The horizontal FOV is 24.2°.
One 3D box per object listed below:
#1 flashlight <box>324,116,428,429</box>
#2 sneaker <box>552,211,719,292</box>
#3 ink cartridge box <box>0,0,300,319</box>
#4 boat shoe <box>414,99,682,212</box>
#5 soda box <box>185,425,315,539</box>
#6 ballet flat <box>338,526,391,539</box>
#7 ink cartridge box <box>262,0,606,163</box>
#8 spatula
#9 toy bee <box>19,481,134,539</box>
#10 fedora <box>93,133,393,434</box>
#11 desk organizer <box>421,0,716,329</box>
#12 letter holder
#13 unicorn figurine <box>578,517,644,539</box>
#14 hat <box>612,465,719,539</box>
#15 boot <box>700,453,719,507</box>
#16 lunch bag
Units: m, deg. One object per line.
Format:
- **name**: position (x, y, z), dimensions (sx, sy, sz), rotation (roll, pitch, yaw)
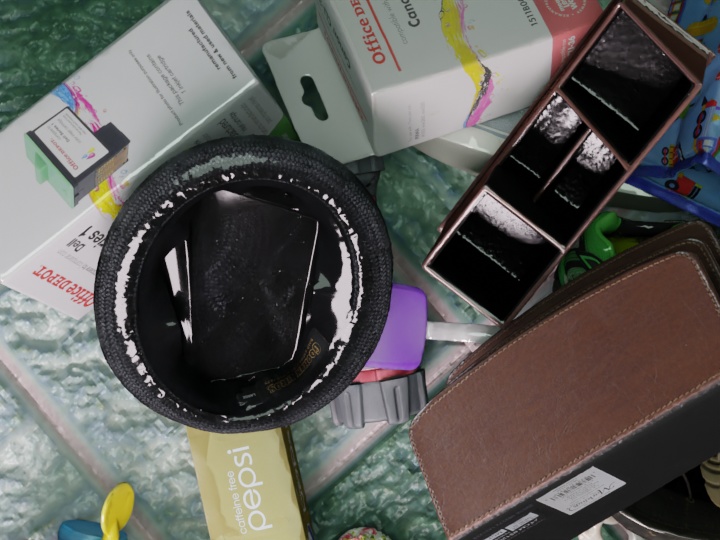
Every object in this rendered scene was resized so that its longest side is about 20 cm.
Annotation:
- **flashlight**: position (0.000, 0.000, 1.105), dimensions (0.067, 0.068, 0.202), rotation (-4, 96, 42)
- **sneaker**: position (0.227, 0.016, 1.083), dimensions (0.198, 0.085, 0.079), rotation (12, 60, 0)
- **ink cartridge box**: position (-0.148, -0.068, 1.067), dimensions (0.199, 0.145, 0.084), rotation (-37, 75, 1)
- **boat shoe**: position (0.127, -0.092, 1.110), dimensions (0.198, 0.070, 0.072), rotation (13, 81, -3)
- **soda box**: position (-0.067, 0.166, 1.112), dimensions (0.063, 0.068, 0.202), rotation (-13, 90, 2)
- **ballet flat**: position (0.030, 0.269, 1.112), dimensions (0.075, 0.064, 0.202), rotation (-15, 91, -15)
- **ink cartridge box**: position (0.043, -0.151, 1.068), dimensions (0.198, 0.068, 0.117), rotation (-19, 59, -9)
- **spatula**: position (0.080, 0.042, 1.080), dimensions (0.197, 0.021, 0.057), rotation (6, 84, -5)
- **toy bee**: position (-0.192, 0.211, 1.097), dimensions (0.198, 0.109, 0.133), rotation (-8, 92, 2)
- **fedora**: position (-0.074, -0.003, 1.035), dimensions (0.198, 0.092, 0.203), rotation (-4, 117, -7)
- **desk organizer**: position (0.124, -0.066, 1.019), dimensions (0.071, 0.077, 0.201), rotation (37, 114, -1)
- **letter holder**: position (0.128, 0.057, 0.978), dimensions (0.199, 0.100, 0.143), rotation (-33, 59, 19)
- **unicorn figurine**: position (0.165, 0.223, 1.112), dimensions (0.198, 0.074, 0.138), rotation (-25, 99, 16)
- **hat**: position (0.209, 0.130, 1.084), dimensions (0.198, 0.201, 0.082), rotation (13, 127, 1)
- **boot**: position (0.314, 0.073, 1.032), dimensions (0.198, 0.066, 0.177), rotation (12, 77, -14)
- **lunch bag**: position (0.284, -0.091, 1.081), dimensions (0.199, 0.094, 0.152), rotation (25, 76, -25)
